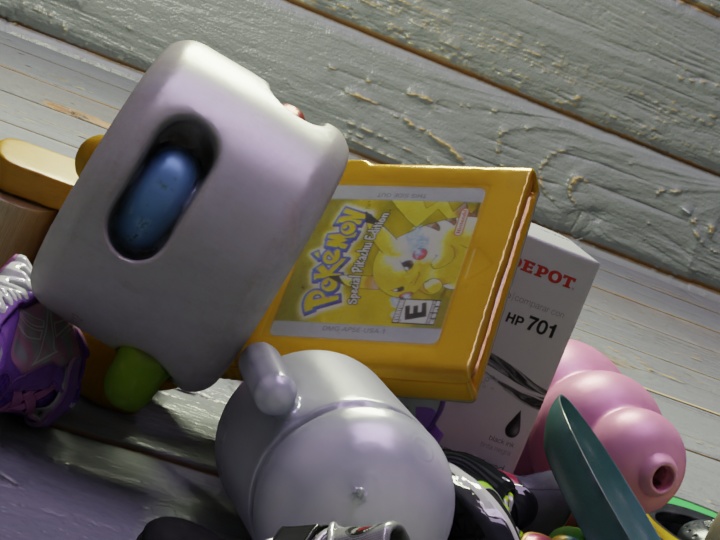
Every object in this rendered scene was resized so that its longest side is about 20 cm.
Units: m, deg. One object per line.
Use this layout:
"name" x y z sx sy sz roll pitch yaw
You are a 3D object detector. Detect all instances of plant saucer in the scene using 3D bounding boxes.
"plant saucer" 0.167 0.171 1.108 0.201 0.027 0.200 57 8 -13

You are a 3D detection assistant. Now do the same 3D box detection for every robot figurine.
"robot figurine" -0.016 0.116 0.986 0.170 0.113 0.200 54 -5 -22

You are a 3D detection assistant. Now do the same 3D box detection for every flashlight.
"flashlight" 0.082 0.145 1.210 0.199 0.068 0.068 22 7 -12

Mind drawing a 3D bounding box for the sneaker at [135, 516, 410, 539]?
"sneaker" -0.016 0.152 0.860 0.199 0.089 0.074 24 10 20

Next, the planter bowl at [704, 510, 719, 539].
"planter bowl" 0.283 0.193 1.036 0.200 0.201 0.135 14 5 -43

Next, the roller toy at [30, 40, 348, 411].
"roller toy" -0.105 -0.037 1.036 0.139 0.183 0.200 32 40 -5

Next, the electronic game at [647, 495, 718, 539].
"electronic game" 0.282 0.218 1.353 0.199 0.042 0.200 22 8 -3

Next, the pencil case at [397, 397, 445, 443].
"pencil case" -0.015 0.043 1.177 0.085 0.084 0.200 30 16 -47

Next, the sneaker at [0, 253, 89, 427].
"sneaker" -0.203 0.057 1.026 0.088 0.080 0.200 46 11 -10

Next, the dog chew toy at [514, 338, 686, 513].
"dog chew toy" 0.173 0.125 1.329 0.124 0.125 0.200 18 4 -28

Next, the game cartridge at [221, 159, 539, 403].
"game cartridge" 0.000 0.000 1.129 0.199 0.177 0.033 4 -39 21

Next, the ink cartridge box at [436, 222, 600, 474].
"ink cartridge box" 0.063 0.053 1.272 0.146 0.201 0.086 20 9 -15

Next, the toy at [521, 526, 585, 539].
"toy" 0.120 0.192 1.085 0.115 0.047 0.200 22 8 10

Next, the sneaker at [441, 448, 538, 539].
"sneaker" 0.071 0.139 1.043 0.082 0.072 0.200 -4 11 -16

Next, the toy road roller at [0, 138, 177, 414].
"toy road roller" -0.186 0.012 1.176 0.199 0.123 0.146 21 20 -13
